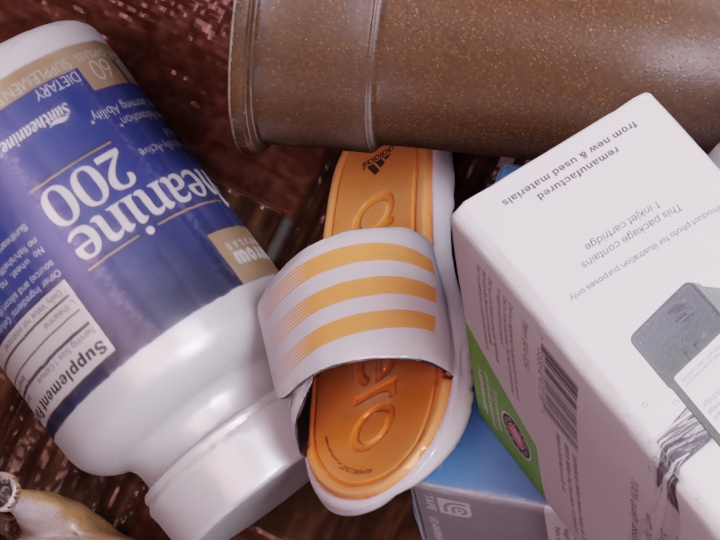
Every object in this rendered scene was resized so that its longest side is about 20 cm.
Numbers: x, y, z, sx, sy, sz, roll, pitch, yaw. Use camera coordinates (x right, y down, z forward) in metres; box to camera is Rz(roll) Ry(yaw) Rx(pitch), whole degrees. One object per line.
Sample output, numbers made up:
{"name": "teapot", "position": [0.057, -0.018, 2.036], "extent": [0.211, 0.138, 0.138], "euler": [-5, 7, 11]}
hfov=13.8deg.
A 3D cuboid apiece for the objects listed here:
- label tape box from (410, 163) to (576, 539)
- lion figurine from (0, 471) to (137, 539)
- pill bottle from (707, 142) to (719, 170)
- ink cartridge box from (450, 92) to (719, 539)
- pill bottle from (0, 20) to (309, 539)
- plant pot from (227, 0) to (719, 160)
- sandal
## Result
{"name": "label tape box", "position": [0.133, 0.049, 1.113], "extent": [0.200, 0.066, 0.143], "euler": [11, 62, 13]}
{"name": "lion figurine", "position": [-0.097, 0.129, 1.190], "extent": [0.200, 0.122, 0.072], "euler": [39, 99, 27]}
{"name": "pill bottle", "position": [0.211, 0.017, 0.985], "extent": [0.113, 0.113, 0.200], "euler": [-37, 78, 11]}
{"name": "ink cartridge box", "position": [0.122, 0.065, 0.983], "extent": [0.084, 0.146, 0.200], "euler": [-31, 61, -12]}
{"name": "pill bottle", "position": [-0.094, 0.009, 1.177], "extent": [0.111, 0.111, 0.200], "euler": [-39, 81, 11]}
{"name": "plant pot", "position": [0.070, -0.121, 1.106], "extent": [0.198, 0.200, 0.200], "euler": [12, 92, 6]}
{"name": "sandal", "position": [-0.006, 0.004, 1.124], "extent": [0.079, 0.059, 0.207], "euler": [-34, 36, 27]}
